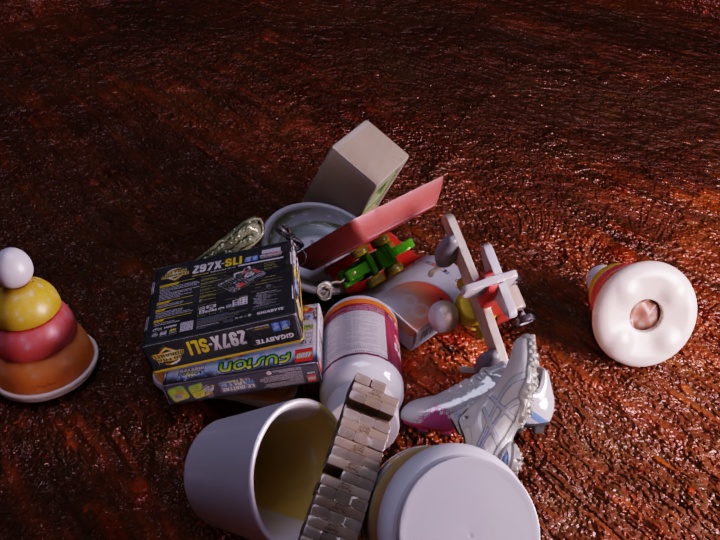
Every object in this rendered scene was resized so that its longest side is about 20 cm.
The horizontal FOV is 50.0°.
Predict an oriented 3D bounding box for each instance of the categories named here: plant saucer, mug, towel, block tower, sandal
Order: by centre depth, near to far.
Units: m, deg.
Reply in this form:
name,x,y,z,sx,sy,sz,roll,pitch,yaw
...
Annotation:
name,x,y,z,sx,sy,sz,roll,pitch,yaw
block tower,-0.015,0.208,0.772,0.053,0.058,0.203,20,60,-1
mug,-0.101,0.228,0.840,0.151,0.186,0.152,-11,49,39
sandal,-0.182,0.131,1.042,0.201,0.060,0.080,6,34,11
towel,-0.222,-0.009,1.156,0.199,0.037,0.148,-40,5,-5
plant saucer,0.012,-0.063,1.168,0.198,0.037,0.199,-28,2,-37
plant saucer,-0.068,-0.025,1.256,0.195,0.051,0.203,9,45,-9

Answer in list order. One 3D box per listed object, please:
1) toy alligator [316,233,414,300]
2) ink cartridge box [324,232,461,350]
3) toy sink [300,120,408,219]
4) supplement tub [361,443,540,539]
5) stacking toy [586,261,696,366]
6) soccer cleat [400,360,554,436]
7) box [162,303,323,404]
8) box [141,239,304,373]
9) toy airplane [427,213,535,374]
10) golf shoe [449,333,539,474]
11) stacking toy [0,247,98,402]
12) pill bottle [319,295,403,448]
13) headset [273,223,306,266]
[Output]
name,x,y,z,sx,sy,sz,roll,pitch,yaw
toy alligator,0.000,0.000,1.142,0.198,0.060,0.054,-29,-1,-34
ink cartridge box,0.066,0.012,1.188,0.161,0.051,0.200,-28,60,-36
toy sink,-0.019,-0.138,1.372,0.111,0.201,0.130,39,41,5
supplement tub,0.079,0.239,0.724,0.141,0.200,0.148,1,76,-6
stacking toy,0.385,0.038,1.132,0.142,0.150,0.200,-1,16,-1
soccer cleat,0.146,0.156,0.968,0.195,0.089,0.070,0,6,-6
box,-0.145,0.104,0.981,0.195,0.035,0.111,-9,38,4
box,-0.174,0.043,0.998,0.195,0.050,0.161,-12,36,1
toy airplane,0.156,0.046,1.053,0.138,0.202,0.201,-21,28,12
golf shoe,0.153,0.164,0.899,0.095,0.078,0.204,12,72,19
stacking toy,-0.436,0.058,1.026,0.142,0.204,0.147,0,33,0
pill bottle,0.001,0.131,0.993,0.107,0.112,0.202,-1,33,-1
headset,-0.154,0.029,1.109,0.123,0.094,0.201,34,79,38
